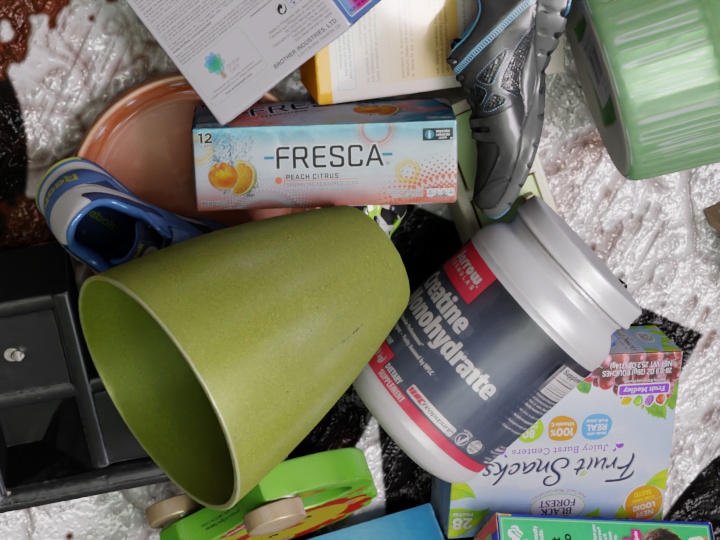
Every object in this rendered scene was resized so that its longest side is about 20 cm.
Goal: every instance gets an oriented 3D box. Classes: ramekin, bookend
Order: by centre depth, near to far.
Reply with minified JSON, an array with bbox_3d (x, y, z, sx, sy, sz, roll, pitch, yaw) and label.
[{"bbox_3d":[0.223,-0.166,1.318,0.097,0.200,0.201,-17,114,2],"label":"ramekin"},{"bbox_3d":[-0.209,0.068,1.325,0.199,0.092,0.199,-10,123,-5],"label":"bookend"}]

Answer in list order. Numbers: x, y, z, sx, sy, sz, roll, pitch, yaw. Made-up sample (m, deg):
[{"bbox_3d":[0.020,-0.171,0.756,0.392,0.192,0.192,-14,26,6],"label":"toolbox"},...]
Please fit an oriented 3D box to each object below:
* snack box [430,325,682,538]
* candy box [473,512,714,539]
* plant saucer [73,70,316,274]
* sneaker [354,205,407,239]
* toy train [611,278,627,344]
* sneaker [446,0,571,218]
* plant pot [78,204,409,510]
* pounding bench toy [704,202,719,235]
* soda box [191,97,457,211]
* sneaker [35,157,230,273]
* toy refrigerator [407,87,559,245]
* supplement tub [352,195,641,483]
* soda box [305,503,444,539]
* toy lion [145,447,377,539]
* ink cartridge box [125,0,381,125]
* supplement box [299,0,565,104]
[{"bbox_3d":[0.167,0.138,1.486,0.199,0.068,0.169,-1,110,-12],"label":"snack box"},{"bbox_3d":[0.185,0.277,1.496,0.199,0.077,0.169,3,150,-16],"label":"candy box"},{"bbox_3d":[-0.130,-0.061,1.355,0.200,0.032,0.201,-4,111,-12],"label":"plant saucer"},{"bbox_3d":[0.000,0.000,1.368,0.072,0.083,0.200,24,100,-54],"label":"sneaker"},{"bbox_3d":[0.150,0.086,1.410,0.200,0.034,0.046,-46,114,4],"label":"toy train"},{"bbox_3d":[0.102,-0.140,1.291,0.082,0.073,0.201,10,105,1],"label":"sneaker"},{"bbox_3d":[-0.067,0.040,1.240,0.200,0.187,0.188,-32,117,-27],"label":"plant pot"},{"bbox_3d":[0.400,0.022,1.428,0.124,0.200,0.156,-24,114,-4],"label":"pounding bench toy"},{"bbox_3d":[-0.027,-0.089,1.301,0.199,0.064,0.069,-2,112,-3],"label":"soda box"},{"bbox_3d":[-0.153,-0.012,1.307,0.200,0.082,0.074,24,102,-23],"label":"sneaker"},{"bbox_3d":[0.112,-0.059,1.396,0.076,0.070,0.200,-24,114,-4],"label":"toy refrigerator"},{"bbox_3d":[0.102,0.053,1.329,0.200,0.140,0.140,-43,114,9],"label":"supplement tub"},{"bbox_3d":[-0.023,0.268,1.477,0.199,0.068,0.064,-15,147,-8],"label":"soda box"},{"bbox_3d":[-0.059,0.188,1.385,0.191,0.069,0.200,-6,159,-40],"label":"toy lion"},{"bbox_3d":[-0.101,-0.228,1.230,0.136,0.076,0.200,-34,100,29],"label":"ink cartridge box"},{"bbox_3d":[0.052,-0.207,1.321,0.199,0.074,0.126,-8,112,-11],"label":"supplement box"}]
